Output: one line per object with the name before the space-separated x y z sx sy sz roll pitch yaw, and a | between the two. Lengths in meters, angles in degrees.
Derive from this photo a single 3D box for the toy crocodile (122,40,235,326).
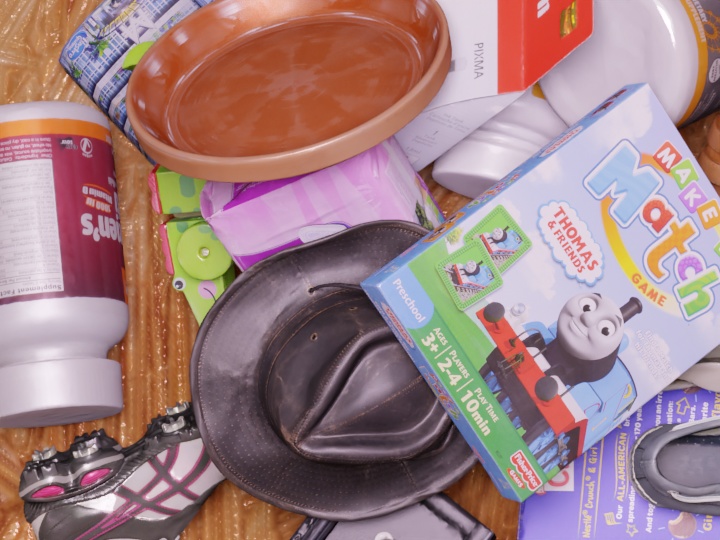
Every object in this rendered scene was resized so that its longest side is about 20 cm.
toy crocodile | -0.111 -0.051 1.249 0.061 0.068 0.201 -6 105 10

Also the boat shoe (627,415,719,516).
boat shoe | 0.261 0.118 1.145 0.199 0.062 0.073 1 79 4

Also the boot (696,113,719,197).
boot | 0.213 -0.043 1.165 0.199 0.156 0.077 2 46 -1

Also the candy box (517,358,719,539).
candy box | 0.203 0.115 1.221 0.199 0.077 0.170 6 79 5

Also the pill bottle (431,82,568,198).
pill bottle | 0.107 -0.148 1.263 0.109 0.109 0.201 13 81 8

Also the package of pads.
package of pads | 0.000 0.000 1.201 0.120 0.076 0.200 -22 122 20

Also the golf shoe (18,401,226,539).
golf shoe | -0.123 0.136 1.264 0.199 0.077 0.088 -18 98 5

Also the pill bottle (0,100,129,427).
pill bottle | -0.210 -0.002 1.269 0.109 0.110 0.201 -8 79 4

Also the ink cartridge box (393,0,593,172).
ink cartridge box | 0.066 -0.168 1.182 0.047 0.200 0.161 18 59 -27

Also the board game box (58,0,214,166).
board game box | -0.072 -0.144 1.305 0.200 0.062 0.200 -44 78 -3

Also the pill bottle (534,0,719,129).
pill bottle | 0.206 -0.154 1.204 0.200 0.116 0.117 -25 73 -44

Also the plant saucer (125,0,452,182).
plant saucer | -0.042 -0.115 1.156 0.199 0.032 0.201 -9 38 8

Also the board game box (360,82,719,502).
board game box | 0.122 0.011 1.097 0.200 0.037 0.152 -37 100 -14

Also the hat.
hat | 0.001 0.073 1.121 0.200 0.081 0.202 -2 107 -7

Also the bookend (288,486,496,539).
bookend | 0.036 0.232 1.209 0.200 0.092 0.199 38 85 10

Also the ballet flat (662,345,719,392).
ballet flat | 0.261 0.047 1.154 0.199 0.069 0.070 -4 79 7
